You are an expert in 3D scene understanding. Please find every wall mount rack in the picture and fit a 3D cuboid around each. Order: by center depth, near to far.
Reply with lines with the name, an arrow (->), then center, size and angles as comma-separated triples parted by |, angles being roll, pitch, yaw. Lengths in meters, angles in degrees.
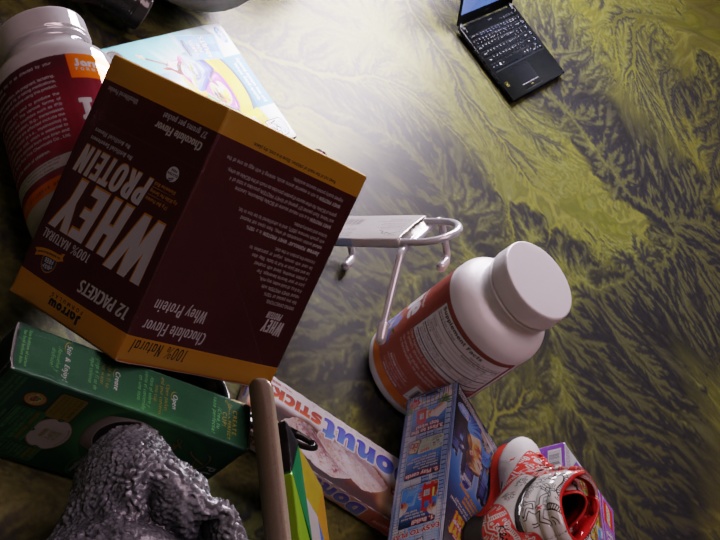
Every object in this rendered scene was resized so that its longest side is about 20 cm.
wall mount rack -> 0.000, 0.000, 1.236 | 0.174, 0.199, 0.075 | -41, 125, -53

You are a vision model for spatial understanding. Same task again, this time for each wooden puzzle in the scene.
wooden puzzle -> -0.048, 0.207, 0.996 | 0.037, 0.200, 0.186 | -11, 55, 1

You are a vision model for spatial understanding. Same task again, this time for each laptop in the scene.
laptop -> 0.221, -0.361, 1.764 | 0.200, 0.103, 0.177 | 53, 39, 3

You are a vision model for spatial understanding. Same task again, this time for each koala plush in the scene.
koala plush -> -0.188, 0.222, 0.850 | 0.199, 0.177, 0.185 | -27, 93, -37

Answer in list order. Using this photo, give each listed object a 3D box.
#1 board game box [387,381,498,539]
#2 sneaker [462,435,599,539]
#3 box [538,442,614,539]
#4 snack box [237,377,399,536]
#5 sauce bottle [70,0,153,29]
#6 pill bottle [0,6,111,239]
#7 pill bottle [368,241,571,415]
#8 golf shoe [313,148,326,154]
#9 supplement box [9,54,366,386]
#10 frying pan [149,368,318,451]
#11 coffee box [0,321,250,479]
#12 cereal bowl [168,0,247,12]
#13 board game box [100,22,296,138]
board game box -> 0.093, 0.242, 1.166 | 0.201, 0.061, 0.200 | 59, 28, -17
sneaker -> 0.169, 0.202, 1.150 | 0.068, 0.107, 0.201 | 63, 26, -9
box -> 0.214, 0.292, 1.251 | 0.137, 0.039, 0.201 | 52, 31, -38
snack box -> -0.029, 0.170, 1.160 | 0.200, 0.024, 0.072 | 35, 39, -19
sauce bottle -> -0.297, -0.310, 1.248 | 0.199, 0.066, 0.066 | 29, 43, -25
pill bottle -> -0.255, -0.125, 1.103 | 0.112, 0.113, 0.201 | 0, 60, -44
pill bottle -> 0.108, 0.058, 1.242 | 0.112, 0.200, 0.113 | 26, 45, -28
golf shoe -> -0.095, -0.063, 1.231 | 0.091, 0.073, 0.200 | 12, 39, 19
supplement box -> -0.133, -0.032, 1.015 | 0.132, 0.201, 0.197 | 27, 4, 33
frying pan -> -0.134, 0.106, 1.088 | 0.189, 0.031, 0.115 | 16, 34, -35
coffee box -> -0.197, 0.115, 0.964 | 0.199, 0.123, 0.044 | 23, 46, -28
cereal bowl -> -0.195, -0.358, 1.371 | 0.199, 0.083, 0.201 | 26, 44, -28
board game box -> -0.175, -0.161, 1.263 | 0.151, 0.047, 0.200 | 55, 38, 5
